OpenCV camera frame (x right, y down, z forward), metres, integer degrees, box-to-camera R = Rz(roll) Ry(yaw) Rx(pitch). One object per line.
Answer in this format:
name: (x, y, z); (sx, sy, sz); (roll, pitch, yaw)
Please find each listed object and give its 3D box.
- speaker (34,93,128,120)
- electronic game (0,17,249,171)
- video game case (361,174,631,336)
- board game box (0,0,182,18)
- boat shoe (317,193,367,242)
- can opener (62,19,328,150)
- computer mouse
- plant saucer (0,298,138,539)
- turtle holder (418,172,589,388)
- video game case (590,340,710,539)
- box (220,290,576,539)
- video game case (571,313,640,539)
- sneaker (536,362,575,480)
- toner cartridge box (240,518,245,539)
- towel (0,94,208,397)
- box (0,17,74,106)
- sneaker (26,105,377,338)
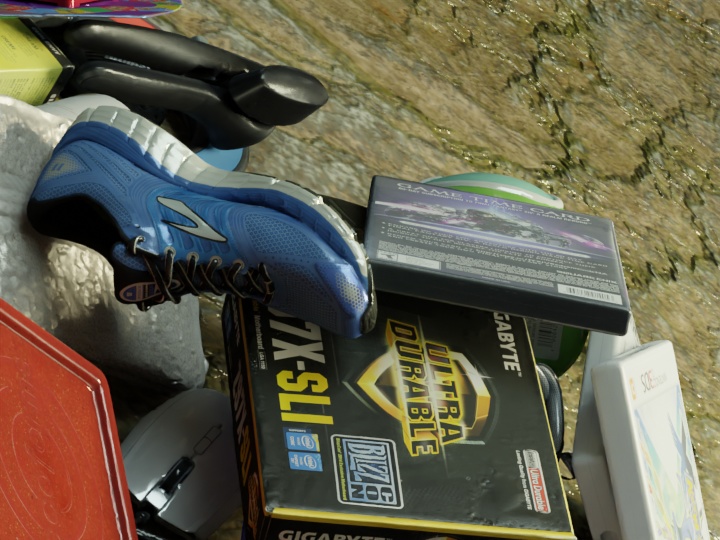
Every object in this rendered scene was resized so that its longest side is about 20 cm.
speaker: (-0.197, -0.046, 1.615); (0.081, 0.081, 0.200); (43, 27, 12)
electronic game: (-0.156, -0.115, 1.818); (0.200, 0.042, 0.200); (28, 28, -16)
video game case: (0.072, -0.011, 1.588); (0.143, 0.019, 0.200); (11, 14, -1)
board game box: (-0.204, -0.181, 1.735); (0.200, 0.039, 0.158); (-1, 13, -18)
boat shoe: (0.000, 0.000, 1.667); (0.200, 0.068, 0.072); (11, 17, -8)
can opener: (-0.107, -0.120, 1.759); (0.200, 0.079, 0.063); (13, 48, -49)
computer mouse: (-0.096, 0.105, 1.537); (0.110, 0.044, 0.200); (37, 26, 2)
plant saucer: (-0.158, 0.092, 1.350); (0.200, 0.037, 0.200); (41, 29, -54)
turtle holder: (0.055, 0.009, 1.796); (0.141, 0.185, 0.132); (64, 20, -21)
video game case: (0.173, 0.144, 1.651); (0.182, 0.022, 0.200); (-10, 90, -75)
box: (0.015, 0.076, 1.500); (0.159, 0.049, 0.200); (5, 40, -11)
video game case: (0.161, 0.136, 1.698); (0.200, 0.024, 0.182); (-73, 149, -62)
sneaker: (0.048, 0.076, 1.678); (0.200, 0.114, 0.075); (49, 29, 22)
toner cartridge box: (-0.007, 0.078, 1.564); (0.095, 0.043, 0.200); (13, 38, -5)
towel: (-0.148, -0.011, 1.565); (0.200, 0.034, 0.133); (20, 59, -55)
box: (-0.254, -0.100, 1.641); (0.050, 0.075, 0.200); (46, 29, 22)
sneaker: (-0.083, -0.007, 1.488); (0.200, 0.079, 0.089); (23, 55, 20)
